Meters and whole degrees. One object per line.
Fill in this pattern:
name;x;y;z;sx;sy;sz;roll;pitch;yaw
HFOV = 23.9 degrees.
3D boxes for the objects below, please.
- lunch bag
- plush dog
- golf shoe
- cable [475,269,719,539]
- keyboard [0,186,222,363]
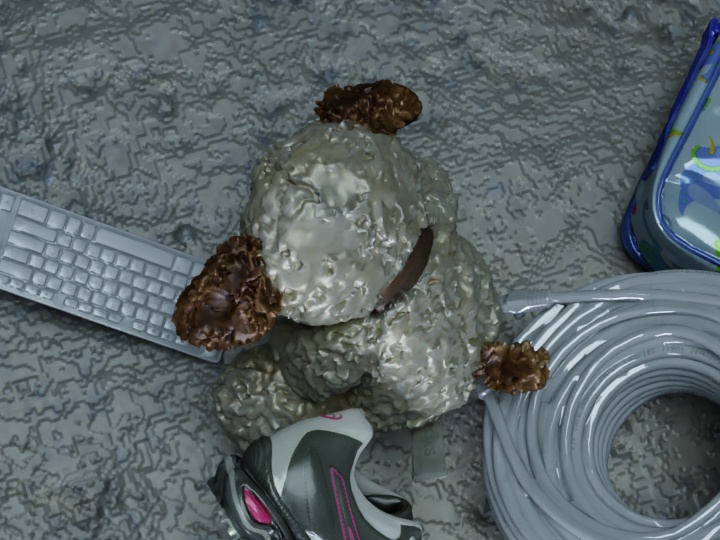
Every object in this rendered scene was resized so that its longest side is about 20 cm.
lunch bag;0.253;-0.065;0.996;0.161;0.082;0.200;27;72;1
plush dog;0.000;0.000;0.876;0.160;0.172;0.200;16;66;44
golf shoe;0.003;0.164;0.860;0.088;0.077;0.200;-30;112;-6
cable;0.164;0.096;0.909;0.200;0.069;0.200;-11;64;11
keyboard;-0.164;-0.006;0.943;0.200;0.011;0.056;20;72;-14
